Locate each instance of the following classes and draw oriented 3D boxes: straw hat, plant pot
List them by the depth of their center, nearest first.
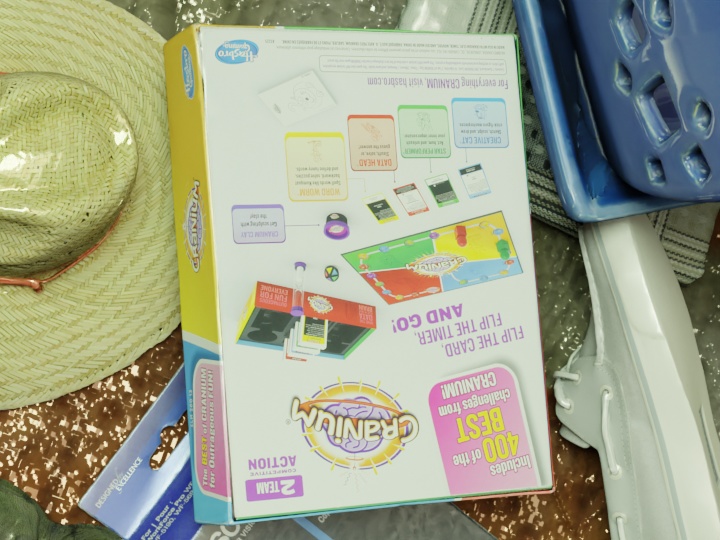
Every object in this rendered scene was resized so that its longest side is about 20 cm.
[{"bbox_3d":[-0.138,-0.041,0.719,0.201,0.085,0.201,2,85,-19],"label":"straw hat"},{"bbox_3d":[0.173,-0.124,0.742,0.200,0.180,0.200,-11,86,-30],"label":"plant pot"}]

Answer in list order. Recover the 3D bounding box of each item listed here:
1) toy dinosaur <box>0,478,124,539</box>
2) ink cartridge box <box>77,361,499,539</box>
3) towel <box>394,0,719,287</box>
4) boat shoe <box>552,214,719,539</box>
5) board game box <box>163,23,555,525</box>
[{"bbox_3d":[-0.185,0.106,0.715,0.200,0.047,0.088,32,72,-9],"label":"toy dinosaur"},{"bbox_3d":[-0.014,0.123,0.772,0.200,0.039,0.099,38,75,-11],"label":"ink cartridge box"},{"bbox_3d":[0.115,-0.117,0.840,0.192,0.035,0.200,25,77,-15],"label":"towel"},{"bbox_3d":[0.123,0.065,0.812,0.068,0.072,0.200,-14,98,20],"label":"boat shoe"},{"bbox_3d":[0.000,0.000,0.744,0.153,0.040,0.200,-1,84,-26],"label":"board game box"}]
